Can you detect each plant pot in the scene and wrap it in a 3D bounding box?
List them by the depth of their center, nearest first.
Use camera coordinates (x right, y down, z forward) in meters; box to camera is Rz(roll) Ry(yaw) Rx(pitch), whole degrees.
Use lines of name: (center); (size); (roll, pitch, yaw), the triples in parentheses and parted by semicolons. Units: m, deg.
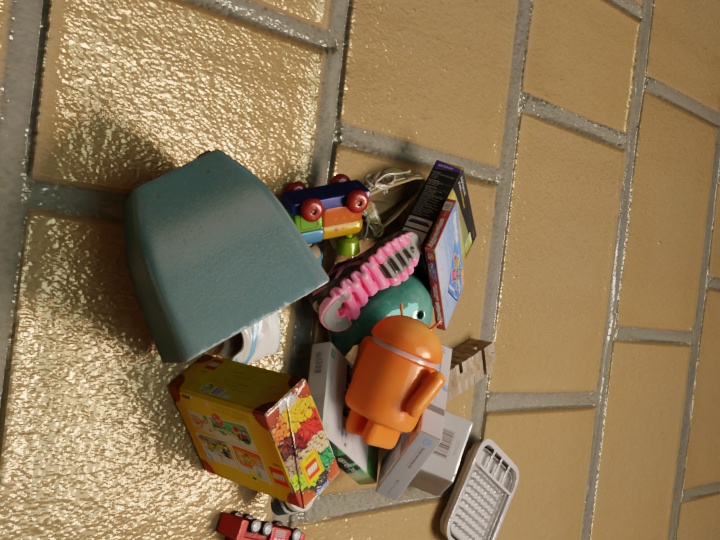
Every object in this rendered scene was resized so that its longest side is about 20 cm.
plant pot: (-0.186, -0.024, 1.164); (0.194, 0.196, 0.203); (-29, 94, -19)

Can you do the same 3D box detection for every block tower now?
block tower: (0.162, 0.181, 1.707); (0.198, 0.057, 0.055); (-24, 112, -43)

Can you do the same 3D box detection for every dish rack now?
dish rack: (0.217, 0.428, 1.812); (0.172, 0.043, 0.202); (47, 61, -42)

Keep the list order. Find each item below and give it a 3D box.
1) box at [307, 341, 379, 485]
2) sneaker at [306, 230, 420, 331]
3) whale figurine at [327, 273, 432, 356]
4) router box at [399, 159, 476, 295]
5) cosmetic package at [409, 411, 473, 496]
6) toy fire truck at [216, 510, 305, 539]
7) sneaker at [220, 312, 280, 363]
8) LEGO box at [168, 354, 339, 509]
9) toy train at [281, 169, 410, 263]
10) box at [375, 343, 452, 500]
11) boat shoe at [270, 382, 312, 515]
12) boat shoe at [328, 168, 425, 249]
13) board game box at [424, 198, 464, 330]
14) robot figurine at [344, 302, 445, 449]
box: (-0.023, 0.218, 1.461); (0.200, 0.036, 0.147); (50, 37, -48)
sneaker: (0.000, 0.000, 1.451); (0.199, 0.095, 0.080); (-37, 127, -16)
whale figurine: (0.034, 0.074, 1.510); (0.198, 0.103, 0.162); (-22, 112, -41)
router box: (0.129, -0.055, 1.593); (0.159, 0.051, 0.201); (-62, 155, -22)
cosmetic package: (0.124, 0.300, 1.587); (0.200, 0.070, 0.103); (97, 15, -71)
toy fire truck: (-0.169, 0.418, 1.368); (0.199, 0.048, 0.144); (30, 73, -47)
sneaker: (-0.160, 0.028, 1.307); (0.080, 0.076, 0.204); (-20, 108, -43)
LEGO box: (-0.139, 0.205, 1.259); (0.077, 0.198, 0.151); (-39, 123, -37)
toy train: (-0.013, -0.074, 1.415); (0.196, 0.085, 0.118); (-12, 118, -20)
box: (0.084, 0.230, 1.508); (0.041, 0.157, 0.202); (24, 37, -9)
boat shoe: (-0.091, 0.259, 1.419); (0.074, 0.061, 0.203); (30, 52, -35)
boat shoe: (0.023, -0.100, 1.505); (0.200, 0.062, 0.074); (-45, 126, -35)
board game box: (0.135, -0.007, 1.540); (0.202, 0.019, 0.104); (77, 33, -49)
robot figurine: (0.051, 0.153, 1.405); (0.115, 0.144, 0.203); (22, 90, -7)
